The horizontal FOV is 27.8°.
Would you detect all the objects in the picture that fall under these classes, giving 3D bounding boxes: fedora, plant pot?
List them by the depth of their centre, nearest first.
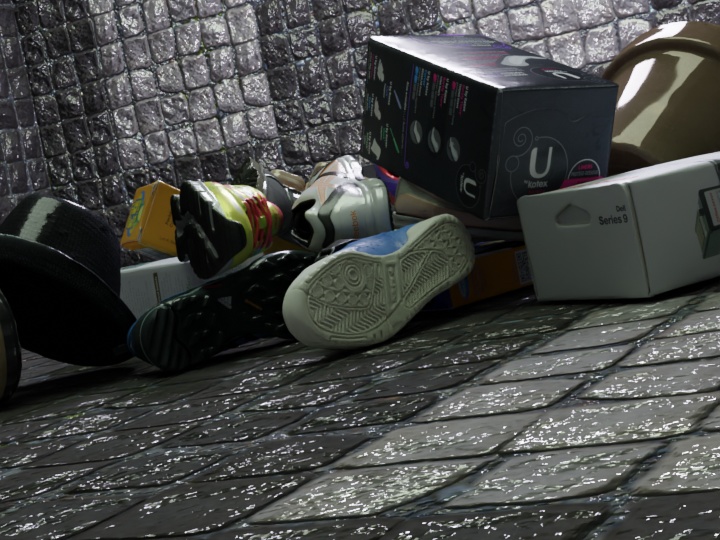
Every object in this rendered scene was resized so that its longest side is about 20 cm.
[{"bbox_3d":[-0.260,0.000,1.252,0.198,0.092,0.201,15,-28,8],"label":"fedora"},{"bbox_3d":[0.268,-0.098,1.289,0.199,0.202,0.174,-8,22,43],"label":"plant pot"}]

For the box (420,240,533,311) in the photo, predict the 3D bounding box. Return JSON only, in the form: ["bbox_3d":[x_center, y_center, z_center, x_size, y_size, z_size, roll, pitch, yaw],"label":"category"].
[{"bbox_3d":[0.086,0.004,1.272,0.199,0.042,0.118,-12,4,-43],"label":"box"}]

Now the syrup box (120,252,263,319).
[{"bbox_3d":[-0.177,0.029,1.381,0.078,0.082,0.199,-14,5,-44],"label":"syrup box"}]

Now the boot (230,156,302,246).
[{"bbox_3d":[-0.036,-0.032,1.444,0.073,0.199,0.182,-53,15,20],"label":"boot"}]

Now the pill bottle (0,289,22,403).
[{"bbox_3d":[-0.374,0.072,1.125,0.199,0.113,0.111,-15,5,-38],"label":"pill bottle"}]

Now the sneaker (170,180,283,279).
[{"bbox_3d":[-0.105,-0.042,1.217,0.089,0.079,0.200,-7,9,-13],"label":"sneaker"}]

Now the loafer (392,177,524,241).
[{"bbox_3d":[0.106,-0.063,1.297,0.199,0.064,0.071,6,11,42],"label":"loafer"}]

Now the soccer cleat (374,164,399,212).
[{"bbox_3d":[0.095,-0.080,1.375,0.199,0.073,0.068,11,56,40],"label":"soccer cleat"}]

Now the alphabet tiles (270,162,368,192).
[{"bbox_3d":[-0.012,-0.051,1.555,0.198,0.015,0.196,19,-30,-6],"label":"alphabet tiles"}]

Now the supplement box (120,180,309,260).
[{"bbox_3d":[-0.140,-0.024,1.485,0.199,0.067,0.069,23,-12,-27],"label":"supplement box"}]

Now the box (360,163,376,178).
[{"bbox_3d":[0.084,-0.071,1.683,0.121,0.107,0.199,-10,-5,37],"label":"box"}]

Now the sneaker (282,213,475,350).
[{"bbox_3d":[-0.009,0.018,1.121,0.111,0.077,0.199,-22,6,45],"label":"sneaker"}]

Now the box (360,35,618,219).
[{"bbox_3d":[0.100,-0.122,1.200,0.121,0.107,0.200,-6,22,-29],"label":"box"}]

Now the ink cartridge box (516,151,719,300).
[{"bbox_3d":[0.238,-0.038,1.086,0.198,0.085,0.146,-14,4,-26],"label":"ink cartridge box"}]

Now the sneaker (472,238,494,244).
[{"bbox_3d":[0.161,-0.050,1.461,0.198,0.092,0.076,-12,2,-21],"label":"sneaker"}]

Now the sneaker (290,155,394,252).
[{"bbox_3d":[-0.030,-0.057,1.279,0.079,0.075,0.200,-10,9,-11],"label":"sneaker"}]

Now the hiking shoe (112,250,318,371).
[{"bbox_3d":[-0.105,0.029,1.214,0.198,0.075,0.086,-14,5,-31],"label":"hiking shoe"}]
